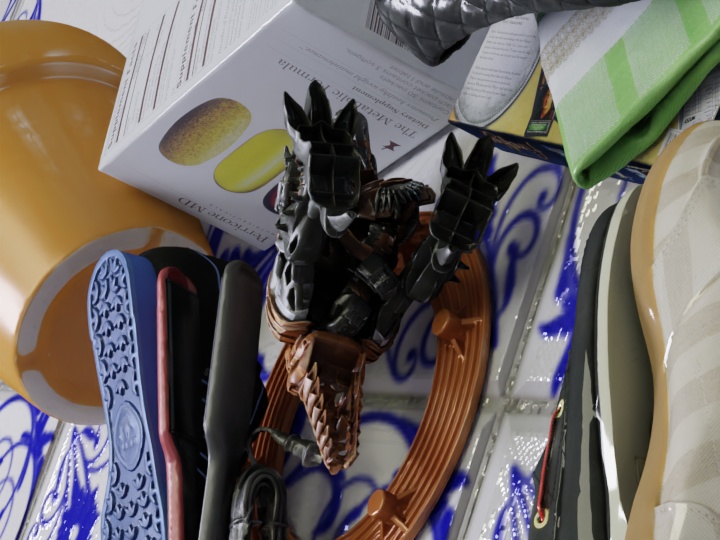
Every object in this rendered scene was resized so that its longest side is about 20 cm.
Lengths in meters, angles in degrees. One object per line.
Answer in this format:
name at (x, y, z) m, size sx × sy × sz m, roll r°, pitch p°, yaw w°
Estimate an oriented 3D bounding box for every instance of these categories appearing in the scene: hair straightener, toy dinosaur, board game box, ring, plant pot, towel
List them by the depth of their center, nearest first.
towel at (0.120, -0.143, 0.762) m, size 0.149 × 0.031 × 0.201 m, roll -48°, pitch 33°, yaw 36°
board game box at (0.119, -0.105, 0.794) m, size 0.136 × 0.034 × 0.200 m, roll -65°, pitch 26°, yaw 0°
toy dinosaur at (0.000, 0.000, 0.855) m, size 0.136 × 0.101 × 0.201 m, roll -61°, pitch 40°, yaw 43°
hair straightener at (-0.055, 0.090, 0.861) m, size 0.076 × 0.041 × 0.202 m, roll -9°, pitch 66°, yaw 21°
ring at (-0.007, 0.063, 0.903) m, size 0.200 × 0.019 × 0.202 m, roll -43°, pitch 33°, yaw 37°
plant pot at (-0.171, -0.013, 1.107) m, size 0.201 × 0.199 × 0.183 m, roll -58°, pitch 42°, yaw 14°

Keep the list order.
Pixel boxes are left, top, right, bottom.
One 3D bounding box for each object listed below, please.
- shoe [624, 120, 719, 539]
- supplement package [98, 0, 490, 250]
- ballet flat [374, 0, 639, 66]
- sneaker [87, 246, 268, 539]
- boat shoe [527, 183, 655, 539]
shoe at (0.125, 0.031, 0.628) m, size 0.053 × 0.070 × 0.201 m, roll -23°, pitch 44°, yaw 39°
supplement package at (-0.033, -0.111, 0.996) m, size 0.200 × 0.113 × 0.110 m, roll -33°, pitch 39°, yaw 50°
ballet flat at (0.076, -0.117, 0.756) m, size 0.067 × 0.057 × 0.199 m, roll -47°, pitch 24°, yaw -23°
sneaker at (-0.080, 0.087, 0.934) m, size 0.070 × 0.077 × 0.202 m, roll -17°, pitch 75°, yaw 55°
boat shoe at (0.087, 0.064, 0.661) m, size 0.063 × 0.073 × 0.203 m, roll -25°, pitch 51°, yaw 42°
